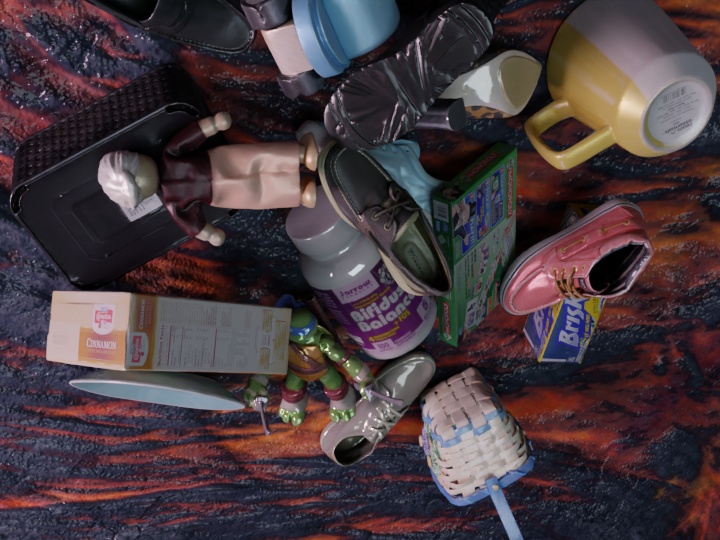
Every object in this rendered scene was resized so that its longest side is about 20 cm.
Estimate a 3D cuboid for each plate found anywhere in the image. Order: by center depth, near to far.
[{"bbox_3d":[-0.226,0.131,1.026,0.197,0.199,0.026,15,74,-27],"label":"plate"}]

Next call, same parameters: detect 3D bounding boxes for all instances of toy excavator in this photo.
[{"bbox_3d":[0.013,-0.265,0.842,0.196,0.196,0.101,-8,132,22],"label":"toy excavator"}]

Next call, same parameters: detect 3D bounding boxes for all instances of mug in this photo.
[{"bbox_3d":[0.287,-0.183,0.971,0.147,0.154,0.188,14,119,-28],"label":"mug"}]

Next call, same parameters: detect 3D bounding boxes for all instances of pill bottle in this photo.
[{"bbox_3d":[0.000,0.000,1.025,0.111,0.113,0.201,-33,128,6],"label":"pill bottle"}]

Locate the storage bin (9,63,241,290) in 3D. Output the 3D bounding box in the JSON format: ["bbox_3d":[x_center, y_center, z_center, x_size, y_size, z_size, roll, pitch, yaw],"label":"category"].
[{"bbox_3d":[-0.227,-0.090,0.895,0.197,0.094,0.136,-27,128,2],"label":"storage bin"}]

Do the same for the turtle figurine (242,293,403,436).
[{"bbox_3d":[-0.057,0.147,1.060,0.143,0.201,0.195,-32,153,-13],"label":"turtle figurine"}]

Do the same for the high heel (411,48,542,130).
[{"bbox_3d":[0.095,-0.195,0.971,0.199,0.141,0.073,-31,120,-40],"label":"high heel"}]

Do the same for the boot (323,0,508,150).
[{"bbox_3d":[0.059,-0.209,0.872,0.197,0.163,0.073,-37,107,26],"label":"boot"}]

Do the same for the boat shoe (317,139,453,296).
[{"bbox_3d":[0.034,-0.052,0.928,0.072,0.066,0.202,-46,118,-19],"label":"boat shoe"}]

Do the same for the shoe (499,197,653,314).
[{"bbox_3d":[0.245,0.003,1.049,0.199,0.092,0.071,-38,112,23],"label":"shoe"}]

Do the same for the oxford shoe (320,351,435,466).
[{"bbox_3d":[0.027,0.187,1.201,0.200,0.058,0.075,-44,124,11],"label":"oxford shoe"}]

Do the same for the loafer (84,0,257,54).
[{"bbox_3d":[-0.182,-0.242,0.819,0.198,0.071,0.069,18,117,-29],"label":"loafer"}]

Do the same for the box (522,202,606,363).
[{"bbox_3d":[0.272,0.020,1.159,0.063,0.070,0.203,3,123,-15],"label":"box"}]

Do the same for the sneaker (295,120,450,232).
[{"bbox_3d":[0.019,-0.118,0.989,0.199,0.074,0.083,34,79,-29],"label":"sneaker"}]

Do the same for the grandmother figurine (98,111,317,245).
[{"bbox_3d":[-0.140,-0.084,0.840,0.196,0.060,0.124,-1,97,-15],"label":"grandmother figurine"}]

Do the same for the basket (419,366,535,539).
[{"bbox_3d":[0.159,0.248,1.220,0.138,0.177,0.202,-29,109,2],"label":"basket"}]

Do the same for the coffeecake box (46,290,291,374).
[{"bbox_3d":[-0.195,0.065,0.938,0.198,0.152,0.075,9,84,-45],"label":"coffeecake box"}]

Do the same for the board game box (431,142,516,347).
[{"bbox_3d":[0.136,-0.029,1.061,0.134,0.029,0.203,-40,138,-37],"label":"board game box"}]
